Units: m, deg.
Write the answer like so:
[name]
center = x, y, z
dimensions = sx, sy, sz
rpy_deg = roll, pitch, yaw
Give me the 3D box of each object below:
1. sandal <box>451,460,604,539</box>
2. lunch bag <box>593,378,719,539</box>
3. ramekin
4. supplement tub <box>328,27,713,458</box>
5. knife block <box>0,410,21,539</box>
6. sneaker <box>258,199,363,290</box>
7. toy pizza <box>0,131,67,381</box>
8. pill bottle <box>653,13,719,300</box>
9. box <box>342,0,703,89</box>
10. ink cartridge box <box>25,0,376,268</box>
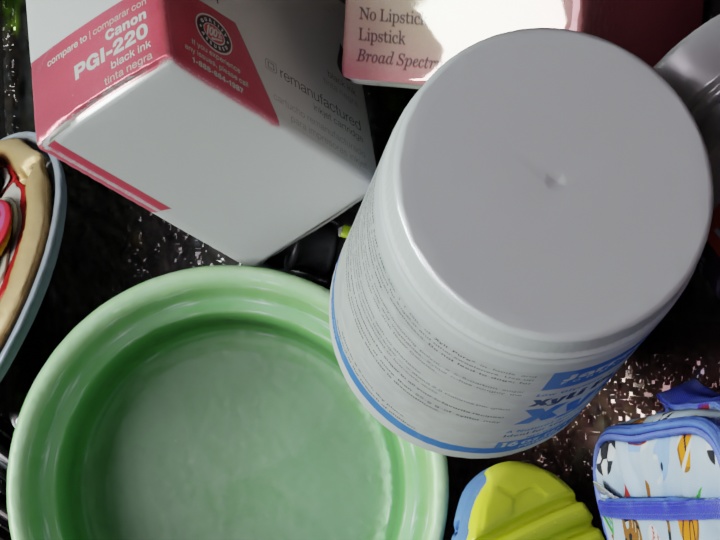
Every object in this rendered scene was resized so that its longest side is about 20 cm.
[sandal]
center = 0.072, 0.186, 1.271
dimensions = 0.087, 0.079, 0.201
rpy_deg = 179, 85, -67
[lunch bag]
center = 0.153, 0.125, 1.160
dimensions = 0.200, 0.075, 0.161
rpy_deg = 162, 97, -77
[ramekin]
center = -0.059, 0.100, 1.304
dimensions = 0.199, 0.098, 0.201
rpy_deg = 0, 87, 0
[supplement tub]
center = 0.060, -0.005, 1.159
dimensions = 0.200, 0.131, 0.132
rpy_deg = 116, 132, -73
[knife block]
center = -0.140, 0.161, 1.399
dimensions = 0.175, 0.064, 0.201
rpy_deg = -13, 87, 12
[sneaker]
center = 0.000, 0.000, 1.309
dimensions = 0.199, 0.083, 0.072
rpy_deg = 21, 107, 33
[toy pizza]
center = -0.217, 0.015, 1.434
dimensions = 0.200, 0.032, 0.201
rpy_deg = -40, 34, 34
[pill bottle]
center = 0.198, -0.011, 1.145
dimensions = 0.111, 0.111, 0.200
rpy_deg = -47, 68, 29
[box]
center = 0.075, -0.177, 1.223
dimensions = 0.127, 0.109, 0.201
rpy_deg = 8, 99, 36
[ink cartridge box]
center = -0.076, -0.124, 1.272
dimensions = 0.085, 0.145, 0.201
rpy_deg = -32, 50, 27
